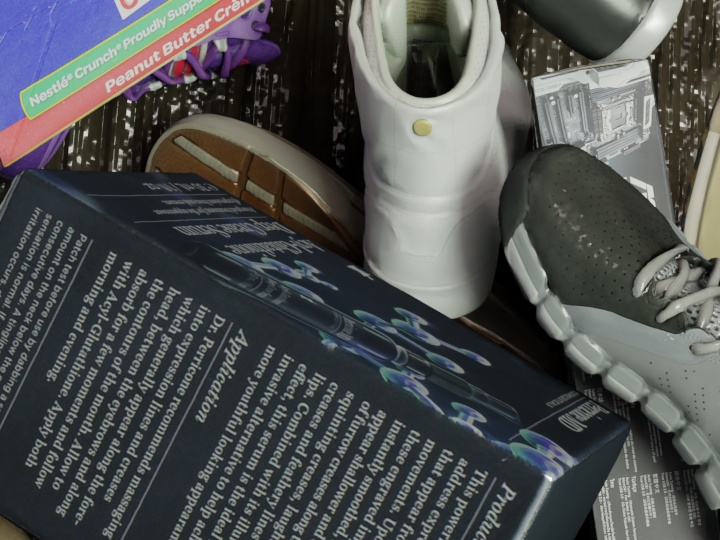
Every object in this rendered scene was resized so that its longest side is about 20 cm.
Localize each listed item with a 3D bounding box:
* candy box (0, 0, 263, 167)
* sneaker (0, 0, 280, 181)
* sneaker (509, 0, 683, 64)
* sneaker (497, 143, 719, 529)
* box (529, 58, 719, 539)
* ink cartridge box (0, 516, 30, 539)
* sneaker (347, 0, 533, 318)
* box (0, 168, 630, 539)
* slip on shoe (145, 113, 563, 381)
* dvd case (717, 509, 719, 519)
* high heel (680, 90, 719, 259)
[{"bbox_3d":[-0.127,-0.147,0.746,0.169,0.200,0.077,-35,135,-23],"label":"candy box"},{"bbox_3d":[-0.079,-0.103,0.818,0.083,0.081,0.200,49,67,-13],"label":"sneaker"},{"bbox_3d":[0.077,-0.164,0.841,0.099,0.071,0.200,34,26,-20],"label":"sneaker"},{"bbox_3d":[0.143,0.021,0.673,0.200,0.115,0.075,50,52,-5],"label":"sneaker"},{"bbox_3d":[0.107,0.029,0.814,0.050,0.158,0.200,-8,80,5],"label":"box"},{"bbox_3d":[-0.230,0.103,0.687,0.200,0.075,0.165,-24,64,-23],"label":"ink cartridge box"},{"bbox_3d":[0.035,-0.085,0.792,0.074,0.116,0.200,1,37,3],"label":"sneaker"},{"bbox_3d":[-0.027,0.056,0.678,0.200,0.148,0.107,30,100,13],"label":"box"},{"bbox_3d":[0.000,0.000,0.837,0.200,0.076,0.061,32,26,-1],"label":"slip on shoe"},{"bbox_3d":[0.193,0.158,0.813,0.018,0.143,0.200,-27,109,13],"label":"dvd case"},{"bbox_3d":[0.184,0.002,0.858,0.071,0.143,0.200,-10,105,19],"label":"high heel"}]
